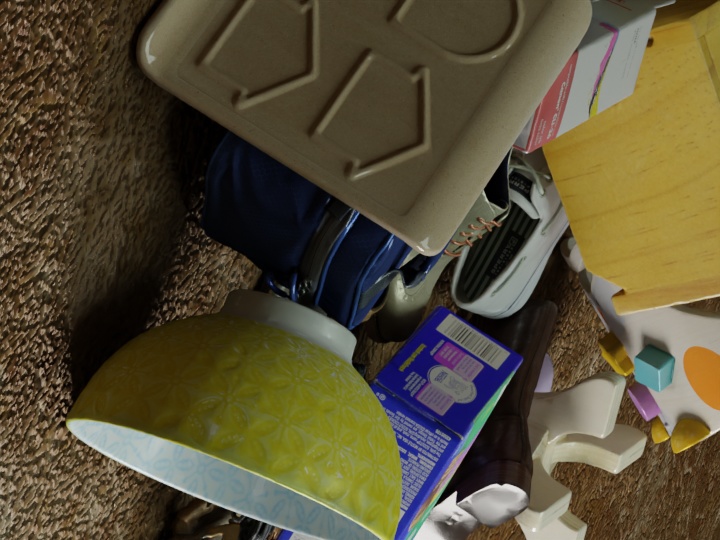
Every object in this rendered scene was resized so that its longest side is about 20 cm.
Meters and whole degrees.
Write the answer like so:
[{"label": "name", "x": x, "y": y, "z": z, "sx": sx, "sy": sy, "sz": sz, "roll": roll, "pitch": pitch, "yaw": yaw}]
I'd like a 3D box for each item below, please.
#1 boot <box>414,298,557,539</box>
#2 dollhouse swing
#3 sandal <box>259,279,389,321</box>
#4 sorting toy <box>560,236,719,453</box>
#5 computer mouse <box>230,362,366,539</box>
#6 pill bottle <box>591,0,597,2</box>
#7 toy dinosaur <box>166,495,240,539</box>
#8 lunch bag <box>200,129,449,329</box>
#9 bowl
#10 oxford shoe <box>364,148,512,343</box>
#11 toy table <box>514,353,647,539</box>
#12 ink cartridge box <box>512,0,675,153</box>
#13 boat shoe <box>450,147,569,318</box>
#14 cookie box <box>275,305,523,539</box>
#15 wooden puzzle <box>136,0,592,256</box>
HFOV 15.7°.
[{"label": "boot", "x": 0.063, "y": 0.116, "z": 1.940, "sx": 0.064, "sy": 0.186, "sz": 0.201, "roll": 45, "pitch": 37, "yaw": -33}, {"label": "dollhouse swing", "x": 0.252, "y": -0.106, "z": 1.889, "sx": 0.176, "sy": 0.181, "sz": 0.201, "roll": -45, "pitch": 117, "yaw": -55}, {"label": "sandal", "x": 0.000, "y": 0.000, "z": 1.686, "sx": 0.200, "sy": 0.055, "sz": 0.082, "roll": -41, "pitch": 148, "yaw": -21}, {"label": "sorting toy", "x": 0.226, "y": 0.042, "z": 2.059, "sx": 0.107, "sy": 0.180, "sz": 0.200, "roll": -40, "pitch": -179, "yaw": -2}, {"label": "computer mouse", "x": -0.041, "y": 0.098, "z": 1.674, "sx": 0.139, "sy": 0.053, "sz": 0.200, "roll": -59, "pitch": 177, "yaw": 7}, {"label": "pill bottle", "x": 0.149, "y": -0.285, "z": 1.680, "sx": 0.201, "sy": 0.112, "sz": 0.113, "roll": -64, "pitch": 157, "yaw": -3}, {"label": "toy dinosaur", "x": -0.101, "y": 0.169, "z": 1.677, "sx": 0.200, "sy": 0.060, "sz": 0.106, "roll": -41, "pitch": 173, "yaw": -38}, {"label": "lunch bag", "x": 0.004, "y": -0.065, "z": 1.513, "sx": 0.200, "sy": 0.132, "sz": 0.136, "roll": -56, "pitch": 174, "yaw": -20}, {"label": "bowl", "x": -0.057, "y": 0.075, "z": 1.491, "sx": 0.108, "sy": 0.199, "sz": 0.200, "roll": -69, "pitch": 158, "yaw": -12}, {"label": "oxford shoe", "x": 0.057, "y": -0.036, "z": 1.770, "sx": 0.071, "sy": 0.074, "sz": 0.201, "roll": -15, "pitch": 126, "yaw": -62}, {"label": "toy table", "x": 0.138, "y": 0.141, "z": 2.067, "sx": 0.200, "sy": 0.117, "sz": 0.184, "roll": -40, "pitch": 146, "yaw": -44}, {"label": "ink cartridge box", "x": 0.115, "y": -0.151, "z": 1.730, "sx": 0.200, "sy": 0.116, "sz": 0.068, "roll": -30, "pitch": 139, "yaw": -53}, {"label": "boat shoe", "x": 0.125, "y": -0.055, "z": 1.899, "sx": 0.067, "sy": 0.073, "sz": 0.201, "roll": 0, "pitch": 112, "yaw": -64}, {"label": "cookie box", "x": 0.014, "y": 0.143, "z": 1.761, "sx": 0.200, "sy": 0.075, "sz": 0.171, "roll": -59, "pitch": 174, "yaw": 23}, {"label": "wooden puzzle", "x": 0.002, "y": -0.127, "z": 1.440, "sx": 0.186, "sy": 0.200, "sz": 0.046, "roll": -56, "pitch": 180, "yaw": -21}]
